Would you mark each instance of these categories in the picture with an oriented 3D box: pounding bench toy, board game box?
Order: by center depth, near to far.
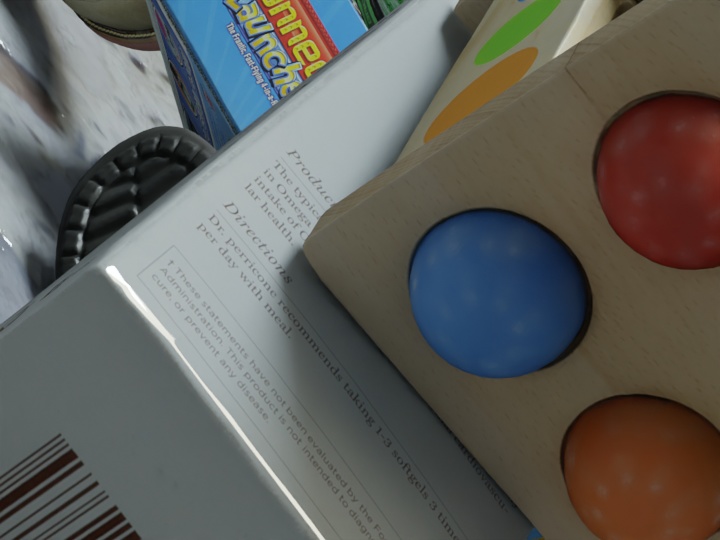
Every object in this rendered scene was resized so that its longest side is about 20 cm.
[{"bbox_3d":[0.109,0.010,0.610,0.200,0.124,0.156,49,35,-13],"label":"pounding bench toy"},{"bbox_3d":[0.000,0.000,0.893,0.196,0.056,0.200,60,-9,23],"label":"board game box"}]

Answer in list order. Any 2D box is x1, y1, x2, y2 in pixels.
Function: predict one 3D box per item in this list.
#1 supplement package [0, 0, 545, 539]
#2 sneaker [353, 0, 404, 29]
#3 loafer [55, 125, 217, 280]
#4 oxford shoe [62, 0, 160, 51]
[{"bbox_3d":[-0.019,0.030,0.649,0.117,0.117,0.200,52,35,-4],"label":"supplement package"},{"bbox_3d":[0.055,-0.035,0.897,0.085,0.078,0.201,-11,-83,61],"label":"sneaker"},{"bbox_3d":[-0.034,0.050,0.801,0.201,0.073,0.071,66,9,18],"label":"loafer"},{"bbox_3d":[-0.112,-0.142,0.966,0.074,0.071,0.200,33,4,-40],"label":"oxford shoe"}]
